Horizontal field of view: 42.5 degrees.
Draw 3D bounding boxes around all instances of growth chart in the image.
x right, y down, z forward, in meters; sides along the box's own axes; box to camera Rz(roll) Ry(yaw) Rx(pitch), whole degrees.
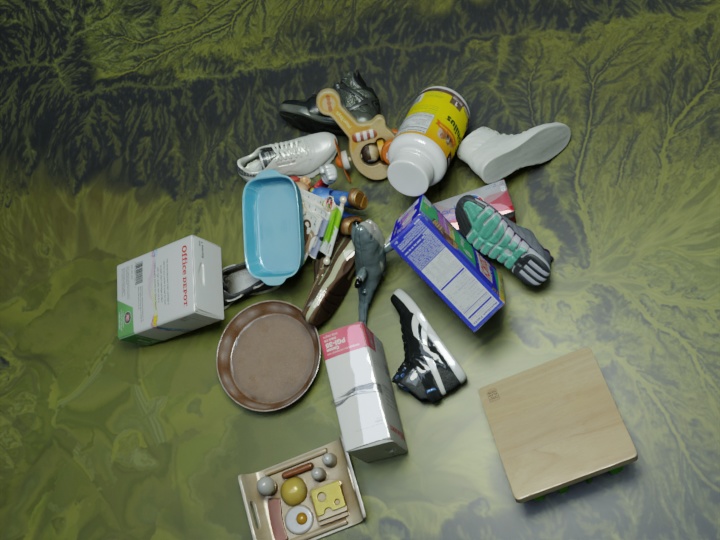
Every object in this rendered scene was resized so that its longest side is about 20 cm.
[{"bbox_3d":[-0.119,-0.085,1.661,0.197,0.018,0.147,18,105,27],"label":"growth chart"}]

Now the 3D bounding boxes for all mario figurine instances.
[{"bbox_3d":[-0.092,-0.123,1.680,0.198,0.107,0.124,14,58,34],"label":"mario figurine"}]

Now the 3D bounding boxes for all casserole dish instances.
[{"bbox_3d":[-0.150,-0.076,1.641,0.119,0.039,0.204,-3,89,29],"label":"casserole dish"}]

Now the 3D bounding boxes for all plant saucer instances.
[{"bbox_3d":[-0.162,0.155,1.666,0.196,0.035,0.204,-4,70,12],"label":"plant saucer"}]

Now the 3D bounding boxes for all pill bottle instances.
[{"bbox_3d":[0.116,-0.225,1.629,0.107,0.110,0.201,14,51,18],"label":"pill bottle"}]

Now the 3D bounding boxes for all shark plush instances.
[{"bbox_3d":[0.000,0.000,1.613,0.090,0.083,0.203,23,120,9],"label":"shark plush"}]

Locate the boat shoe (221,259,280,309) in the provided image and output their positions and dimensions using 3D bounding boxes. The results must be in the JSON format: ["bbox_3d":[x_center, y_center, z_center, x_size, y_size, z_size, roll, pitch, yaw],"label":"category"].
[{"bbox_3d":[-0.241,0.028,1.713,0.196,0.060,0.075,-14,70,9],"label":"boat shoe"}]

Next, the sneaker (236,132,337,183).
[{"bbox_3d":[-0.137,-0.215,1.759,0.197,0.081,0.077,-23,66,4],"label":"sneaker"}]

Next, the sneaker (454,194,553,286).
[{"bbox_3d":[0.246,-0.060,1.586,0.200,0.088,0.074,43,124,-2],"label":"sneaker"}]

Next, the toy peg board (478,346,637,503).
[{"bbox_3d":[0.317,0.262,1.491,0.197,0.098,0.201,-21,53,6],"label":"toy peg board"}]

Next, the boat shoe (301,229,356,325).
[{"bbox_3d":[-0.056,0.005,1.671,0.074,0.075,0.204,25,67,23],"label":"boat shoe"}]

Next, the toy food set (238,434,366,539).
[{"bbox_3d":[-0.098,0.380,1.560,0.197,0.060,0.146,-22,68,7],"label":"toy food set"}]

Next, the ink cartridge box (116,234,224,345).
[{"bbox_3d":[-0.348,0.039,1.692,0.198,0.084,0.147,-19,67,30],"label":"ink cartridge box"}]

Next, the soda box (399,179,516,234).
[{"bbox_3d":[0.173,-0.091,1.643,0.197,0.070,0.064,-19,71,7],"label":"soda box"}]

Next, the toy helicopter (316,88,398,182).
[{"bbox_3d":[-0.014,-0.246,1.701,0.132,0.079,0.200,-39,109,17],"label":"toy helicopter"}]

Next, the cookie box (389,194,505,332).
[{"bbox_3d":[0.145,-0.016,1.530,0.075,0.171,0.200,-43,97,15],"label":"cookie box"}]

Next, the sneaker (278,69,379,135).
[{"bbox_3d":[-0.056,-0.324,1.778,0.196,0.076,0.116,5,71,12],"label":"sneaker"}]

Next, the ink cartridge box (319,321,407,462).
[{"bbox_3d":[0.006,0.207,1.545,0.081,0.147,0.203,-17,68,9],"label":"ink cartridge box"}]

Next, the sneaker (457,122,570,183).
[{"bbox_3d":[0.270,-0.234,1.664,0.197,0.075,0.116,-23,40,-18],"label":"sneaker"}]

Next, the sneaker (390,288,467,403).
[{"bbox_3d":[0.083,0.136,1.588,0.111,0.073,0.201,-36,69,-1],"label":"sneaker"}]
